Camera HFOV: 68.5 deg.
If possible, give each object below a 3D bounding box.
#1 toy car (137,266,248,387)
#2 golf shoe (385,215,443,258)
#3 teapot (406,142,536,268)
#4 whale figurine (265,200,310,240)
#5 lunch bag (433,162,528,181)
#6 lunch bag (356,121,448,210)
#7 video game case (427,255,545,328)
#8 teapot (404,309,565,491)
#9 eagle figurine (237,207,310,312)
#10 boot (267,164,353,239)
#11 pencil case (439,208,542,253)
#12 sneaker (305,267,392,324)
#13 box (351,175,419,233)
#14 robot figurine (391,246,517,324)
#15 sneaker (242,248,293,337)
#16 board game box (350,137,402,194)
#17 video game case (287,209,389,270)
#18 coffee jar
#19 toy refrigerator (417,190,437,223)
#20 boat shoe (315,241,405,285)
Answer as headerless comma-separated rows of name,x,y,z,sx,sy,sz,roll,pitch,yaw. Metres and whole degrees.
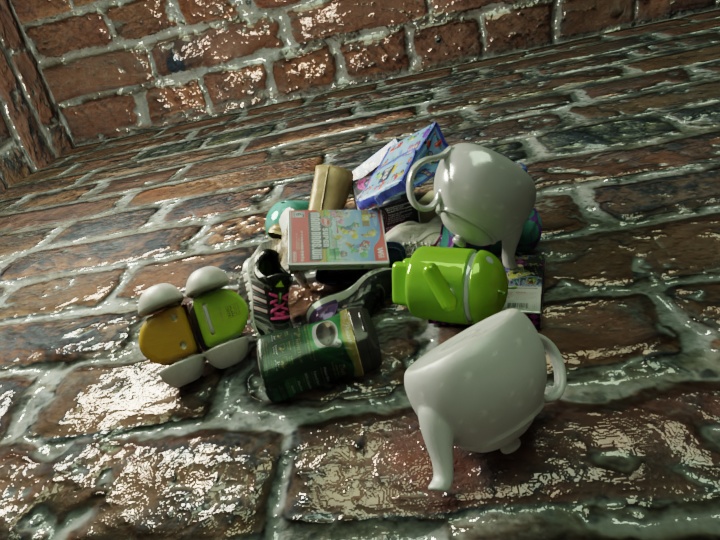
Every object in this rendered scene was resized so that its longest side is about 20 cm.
toy car,-0.299,0.105,0.971,0.194,0.181,0.150,-21,-7,-12
golf shoe,0.131,-0.060,1.122,0.193,0.077,0.092,-17,32,-3
teapot,0.197,-0.114,0.919,0.196,0.197,0.150,29,88,27
whale figurine,-0.157,-0.142,1.349,0.156,0.107,0.199,14,41,41
lunch bag,0.247,-0.179,1.097,0.192,0.079,0.161,-3,17,15
lunch bag,0.084,-0.192,1.090,0.148,0.095,0.201,-15,28,49
video game case,0.231,0.032,0.955,0.192,0.037,0.183,-1,32,23
teapot,0.160,0.152,0.665,0.196,0.149,0.197,-32,-6,15
eagle figurine,-0.156,-0.009,1.094,0.149,0.154,0.200,36,51,10
boot,-0.117,-0.154,1.258,0.168,0.066,0.208,13,74,-6
pencil case,0.254,-0.078,1.047,0.191,0.088,0.094,-3,35,-7
sneaker,0.003,0.073,0.970,0.195,0.077,0.088,-29,47,-17
box,0.055,-0.144,1.250,0.127,0.118,0.202,-14,29,-2
robot figurine,0.148,0.024,0.854,0.193,0.121,0.174,5,10,29
sneaker,-0.158,0.048,0.960,0.072,0.087,0.206,0,60,-40
board game box,0.061,-0.251,1.350,0.197,0.036,0.133,-30,-24,34
video game case,-0.046,-0.063,1.038,0.191,0.018,0.147,-1,51,-7
coffee jar,-0.065,0.133,0.856,0.193,0.087,0.106,-16,45,-4
toy refrigerator,0.230,-0.126,1.184,0.195,0.078,0.070,11,37,38
boat shoe,0.000,0.000,1.077,0.194,0.087,0.069,-21,8,18
